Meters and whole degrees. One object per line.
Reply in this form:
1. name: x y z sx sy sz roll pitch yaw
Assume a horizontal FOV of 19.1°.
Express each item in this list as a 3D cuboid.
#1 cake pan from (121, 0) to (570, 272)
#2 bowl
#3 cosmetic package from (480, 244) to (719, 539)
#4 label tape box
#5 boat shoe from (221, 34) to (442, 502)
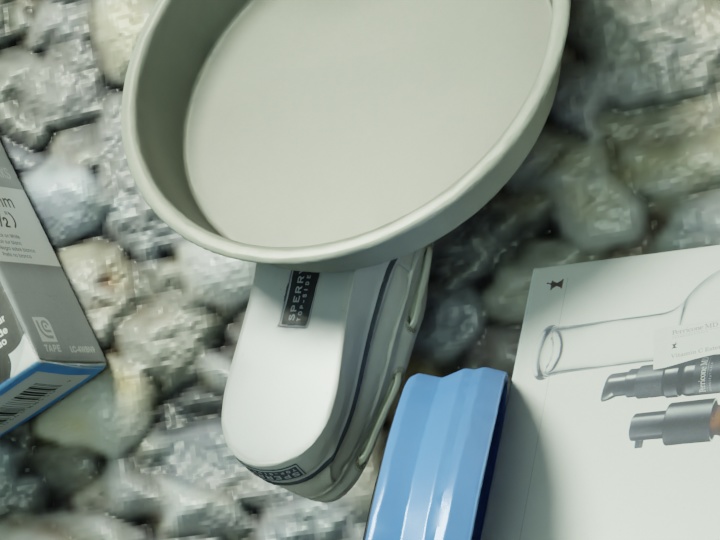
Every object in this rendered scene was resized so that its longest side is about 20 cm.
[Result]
1. cake pan: -0.003 -0.083 0.883 0.199 0.037 0.201 -13 56 20
2. bowl: 0.020 0.134 0.811 0.039 0.201 0.202 10 92 6
3. cosmetic package: 0.125 0.078 0.788 0.150 0.052 0.201 -10 44 26
4. label tape box: -0.227 -0.006 1.011 0.143 0.066 0.201 -33 76 20
5. boat shoe: 0.000 0.000 0.903 0.072 0.066 0.201 0 66 28
